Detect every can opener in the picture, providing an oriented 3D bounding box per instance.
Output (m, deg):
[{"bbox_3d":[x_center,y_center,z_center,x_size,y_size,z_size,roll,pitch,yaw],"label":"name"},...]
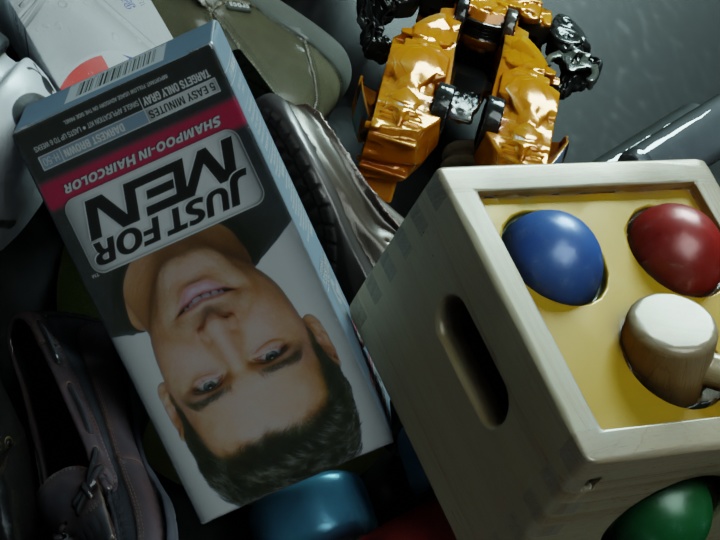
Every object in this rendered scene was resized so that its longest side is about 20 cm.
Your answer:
[{"bbox_3d":[0.153,-0.035,1.289,0.200,0.053,0.067,-31,100,-44],"label":"can opener"}]

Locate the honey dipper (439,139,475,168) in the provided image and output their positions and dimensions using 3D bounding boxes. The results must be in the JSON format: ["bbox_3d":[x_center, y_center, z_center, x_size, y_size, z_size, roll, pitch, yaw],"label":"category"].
[{"bbox_3d":[0.046,0.020,1.279,0.038,0.038,0.201,24,57,-19],"label":"honey dipper"}]

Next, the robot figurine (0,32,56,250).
[{"bbox_3d":[-0.232,-0.087,1.104,0.200,0.125,0.151,38,56,-8],"label":"robot figurine"}]

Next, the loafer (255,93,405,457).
[{"bbox_3d":[0.000,0.000,1.195,0.071,0.073,0.201,-22,80,-46],"label":"loafer"}]

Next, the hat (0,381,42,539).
[{"bbox_3d":[-0.198,0.104,1.038,0.080,0.201,0.202,-18,70,5],"label":"hat"}]

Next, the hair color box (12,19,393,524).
[{"bbox_3d":[-0.068,0.001,1.069,0.061,0.098,0.201,-96,162,-74],"label":"hair color box"}]

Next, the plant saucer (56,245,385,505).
[{"bbox_3d":[-0.057,0.021,1.208,0.198,0.031,0.202,13,59,-22],"label":"plant saucer"}]

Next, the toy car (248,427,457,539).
[{"bbox_3d":[-0.002,0.162,1.043,0.199,0.176,0.186,13,53,-57],"label":"toy car"}]

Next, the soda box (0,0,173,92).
[{"bbox_3d":[-0.111,-0.075,1.155,0.063,0.068,0.201,-28,82,-13],"label":"soda box"}]

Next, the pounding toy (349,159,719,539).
[{"bbox_3d":[0.134,0.046,1.038,0.183,0.143,0.201,-4,53,-33],"label":"pounding toy"}]

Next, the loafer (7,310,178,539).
[{"bbox_3d":[-0.128,0.098,1.070,0.063,0.072,0.201,20,37,-29],"label":"loafer"}]

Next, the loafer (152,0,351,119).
[{"bbox_3d":[-0.094,-0.128,1.245,0.199,0.075,0.070,28,49,-16],"label":"loafer"}]

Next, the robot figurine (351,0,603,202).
[{"bbox_3d":[0.058,-0.100,1.297,0.144,0.059,0.200,17,32,-1],"label":"robot figurine"}]
